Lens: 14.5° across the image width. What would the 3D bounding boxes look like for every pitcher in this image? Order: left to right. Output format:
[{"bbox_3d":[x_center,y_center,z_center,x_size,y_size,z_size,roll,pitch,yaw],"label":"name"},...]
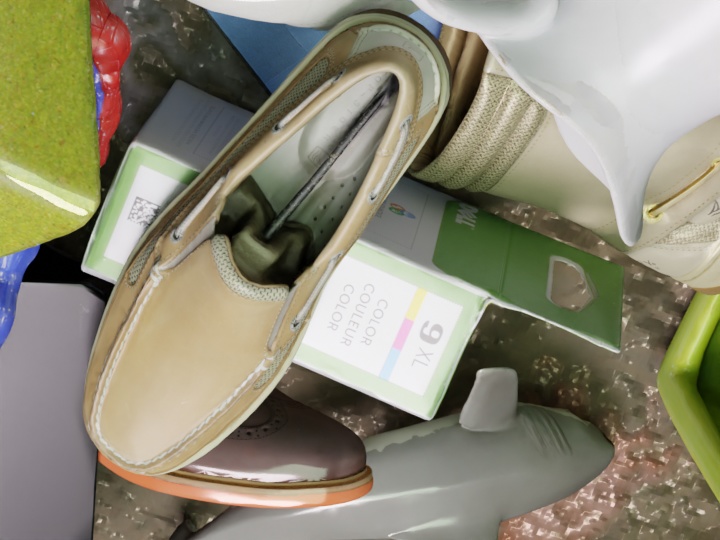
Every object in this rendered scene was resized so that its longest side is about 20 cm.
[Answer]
[{"bbox_3d":[0.122,-0.127,0.985,0.200,0.121,0.171,-40,132,11],"label":"pitcher"}]

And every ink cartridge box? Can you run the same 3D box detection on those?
[{"bbox_3d":[0.000,0.000,1.098,0.199,0.104,0.060,23,107,-1],"label":"ink cartridge box"}]

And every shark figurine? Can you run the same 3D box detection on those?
[{"bbox_3d":[0.009,0.108,1.145,0.213,0.128,0.090,-17,71,-3],"label":"shark figurine"}]

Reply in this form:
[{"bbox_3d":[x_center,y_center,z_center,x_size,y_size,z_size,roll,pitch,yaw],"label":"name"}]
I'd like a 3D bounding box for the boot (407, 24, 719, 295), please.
[{"bbox_3d":[0.119,-0.098,1.100,0.155,0.073,0.201,19,116,-20],"label":"boot"}]

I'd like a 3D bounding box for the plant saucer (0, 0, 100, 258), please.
[{"bbox_3d":[-0.176,-0.093,0.984,0.048,0.201,0.199,9,161,-44],"label":"plant saucer"}]

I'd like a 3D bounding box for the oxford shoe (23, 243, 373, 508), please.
[{"bbox_3d":[-0.083,0.036,1.111,0.199,0.071,0.073,20,108,17],"label":"oxford shoe"}]

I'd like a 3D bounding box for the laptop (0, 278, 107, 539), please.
[{"bbox_3d":[-0.205,0.062,1.126,0.103,0.200,0.178,-14,119,-40],"label":"laptop"}]

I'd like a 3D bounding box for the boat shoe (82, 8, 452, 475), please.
[{"bbox_3d":[-0.042,-0.005,1.007,0.071,0.076,0.201,31,107,-3],"label":"boat shoe"}]

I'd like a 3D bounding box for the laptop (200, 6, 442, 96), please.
[{"bbox_3d":[0.000,-0.159,1.050,0.187,0.200,0.116,-35,78,9],"label":"laptop"}]

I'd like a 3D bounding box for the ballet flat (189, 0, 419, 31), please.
[{"bbox_3d":[0.025,-0.124,1.043,0.199,0.069,0.070,-22,114,-10],"label":"ballet flat"}]

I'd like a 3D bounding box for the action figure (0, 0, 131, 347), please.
[{"bbox_3d":[-0.131,-0.035,1.041,0.065,0.099,0.201,21,90,-2],"label":"action figure"}]

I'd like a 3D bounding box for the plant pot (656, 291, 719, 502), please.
[{"bbox_3d":[0.257,0.031,1.110,0.181,0.200,0.200,19,109,-20],"label":"plant pot"}]
